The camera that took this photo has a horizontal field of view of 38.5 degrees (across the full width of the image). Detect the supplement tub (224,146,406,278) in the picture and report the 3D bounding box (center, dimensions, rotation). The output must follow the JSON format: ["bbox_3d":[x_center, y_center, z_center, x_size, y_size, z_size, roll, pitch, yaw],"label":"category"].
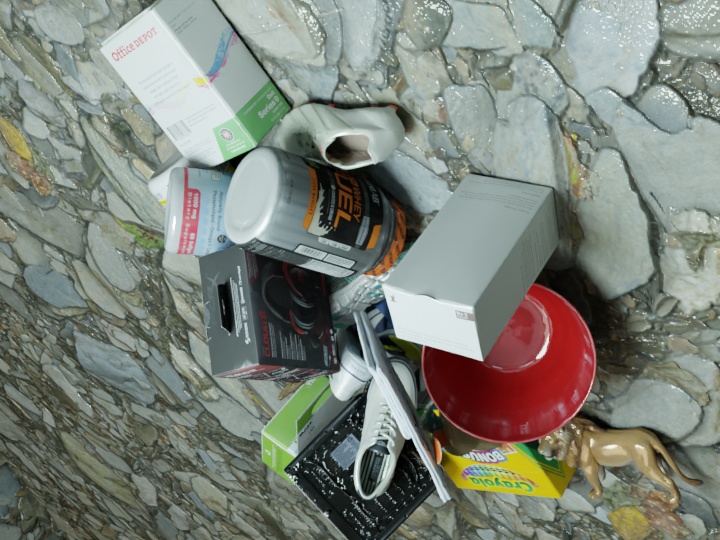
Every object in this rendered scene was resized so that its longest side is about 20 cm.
[{"bbox_3d":[-0.050,-0.062,1.220,0.199,0.124,0.122,16,162,-36],"label":"supplement tub"}]

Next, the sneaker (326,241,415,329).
[{"bbox_3d":[0.000,0.000,1.354,0.077,0.092,0.199,14,144,-44],"label":"sneaker"}]

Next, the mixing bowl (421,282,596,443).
[{"bbox_3d":[0.175,0.090,1.220,0.198,0.108,0.202,3,108,8],"label":"mixing bowl"}]

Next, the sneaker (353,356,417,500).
[{"bbox_3d":[0.037,0.221,1.422,0.072,0.202,0.071,10,-175,1],"label":"sneaker"}]

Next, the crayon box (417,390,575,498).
[{"bbox_3d":[0.180,0.242,1.474,0.199,0.058,0.173,-6,125,49],"label":"crayon box"}]

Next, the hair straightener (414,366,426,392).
[{"bbox_3d":[0.114,0.114,1.376,0.076,0.041,0.200,3,154,-21],"label":"hair straightener"}]

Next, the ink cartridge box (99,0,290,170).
[{"bbox_3d":[-0.203,-0.236,1.262,0.145,0.088,0.200,-13,122,50],"label":"ink cartridge box"}]

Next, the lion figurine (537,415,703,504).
[{"bbox_3d":[0.327,0.230,1.322,0.198,0.072,0.124,-10,112,33],"label":"lion figurine"}]

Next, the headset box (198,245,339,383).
[{"bbox_3d":[-0.116,0.056,1.270,0.074,0.150,0.199,-16,164,28],"label":"headset box"}]

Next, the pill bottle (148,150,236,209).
[{"bbox_3d":[-0.191,-0.076,1.418,0.109,0.109,0.201,-15,119,51],"label":"pill bottle"}]

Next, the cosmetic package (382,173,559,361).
[{"bbox_3d":[0.123,-0.009,1.105,0.112,0.200,0.082,15,140,33],"label":"cosmetic package"}]

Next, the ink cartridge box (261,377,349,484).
[{"bbox_3d":[-0.085,0.222,1.632,0.075,0.148,0.201,30,145,20],"label":"ink cartridge box"}]

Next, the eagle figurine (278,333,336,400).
[{"bbox_3d":[-0.118,0.075,1.541,0.151,0.151,0.202,-28,77,14],"label":"eagle figurine"}]

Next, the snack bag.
[{"bbox_3d":[0.048,0.162,1.259,0.201,0.021,0.189,63,-178,-20],"label":"snack bag"}]

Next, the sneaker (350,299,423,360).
[{"bbox_3d":[0.049,0.068,1.397,0.074,0.083,0.200,31,170,-21],"label":"sneaker"}]

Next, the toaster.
[{"bbox_3d":[0.012,0.287,1.526,0.181,0.200,0.119,45,179,3],"label":"toaster"}]

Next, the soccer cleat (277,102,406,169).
[{"bbox_3d":[-0.036,-0.154,1.201,0.199,0.078,0.070,3,133,43],"label":"soccer cleat"}]

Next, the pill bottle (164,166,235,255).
[{"bbox_3d":[-0.147,-0.069,1.315,0.198,0.110,0.109,4,149,-14],"label":"pill bottle"}]

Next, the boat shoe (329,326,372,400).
[{"bbox_3d":[-0.018,0.124,1.412,0.073,0.067,0.200,37,-172,0],"label":"boat shoe"}]

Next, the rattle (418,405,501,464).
[{"bbox_3d":[0.098,0.190,1.301,0.142,0.200,0.131,-9,112,40],"label":"rattle"}]
